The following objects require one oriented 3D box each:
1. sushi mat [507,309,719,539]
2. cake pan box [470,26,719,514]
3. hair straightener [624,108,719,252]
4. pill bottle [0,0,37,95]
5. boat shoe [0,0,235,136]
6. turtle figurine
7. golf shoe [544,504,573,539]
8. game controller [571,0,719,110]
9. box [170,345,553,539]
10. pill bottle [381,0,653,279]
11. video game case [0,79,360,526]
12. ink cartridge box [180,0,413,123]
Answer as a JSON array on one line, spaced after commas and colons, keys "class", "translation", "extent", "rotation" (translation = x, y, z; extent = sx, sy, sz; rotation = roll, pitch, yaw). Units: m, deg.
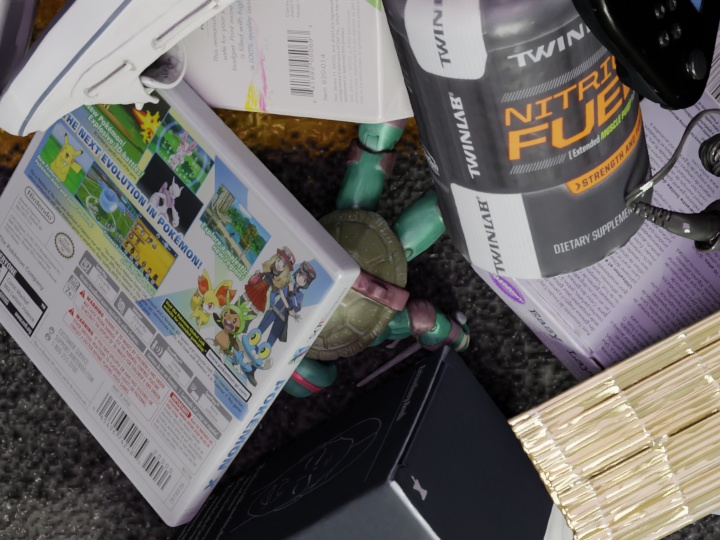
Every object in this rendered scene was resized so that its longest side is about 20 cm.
[{"class": "sushi mat", "translation": [0.181, 0.068, 0.888], "extent": [0.199, 0.012, 0.096], "rotation": [-28, 102, 6]}, {"class": "cake pan box", "translation": [0.181, -0.004, 0.937], "extent": [0.200, 0.052, 0.184], "rotation": [45, 73, -9]}, {"class": "hair straightener", "translation": [0.202, -0.046, 0.874], "extent": [0.198, 0.041, 0.078], "rotation": [-2, 84, -35]}, {"class": "pill bottle", "translation": [-0.274, -0.146, 0.925], "extent": [0.198, 0.111, 0.112], "rotation": [14, 104, -1]}, {"class": "boat shoe", "translation": [-0.116, -0.108, 0.865], "extent": [0.065, 0.074, 0.200], "rotation": [38, 144, -14]}, {"class": "turtle figurine", "translation": [0.000, 0.000, 0.962], "extent": [0.149, 0.101, 0.201], "rotation": [31, 97, -5]}, {"class": "golf shoe", "translation": [0.126, 0.128, 0.996], "extent": [0.091, 0.073, 0.202], "rotation": [19, 103, -3]}, {"class": "game controller", "translation": [0.134, -0.172, 0.765], "extent": [0.042, 0.104, 0.202], "rotation": [1, 64, 29]}, {"class": "box", "translation": [-0.012, 0.157, 0.947], "extent": [0.199, 0.149, 0.107], "rotation": [-34, 101, 26]}, {"class": "pill bottle", "translation": [0.069, -0.101, 0.810], "extent": [0.105, 0.107, 0.201], "rotation": [-14, 131, 5]}, {"class": "video game case", "translation": [-0.112, 0.000, 0.933], "extent": [0.200, 0.022, 0.183], "rotation": [46, 119, 22]}, {"class": "ink cartridge box", "translation": [-0.047, -0.143, 0.912], "extent": [0.199, 0.067, 0.118], "rotation": [10, 108, 39]}]
